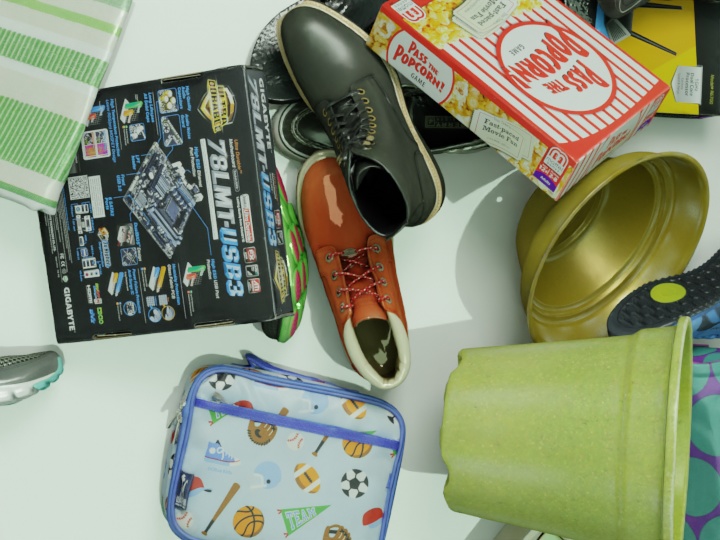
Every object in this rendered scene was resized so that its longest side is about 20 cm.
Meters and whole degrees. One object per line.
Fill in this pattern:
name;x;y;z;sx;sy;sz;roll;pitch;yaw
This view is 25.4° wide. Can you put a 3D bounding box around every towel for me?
towel;-0.269;-0.158;1.266;0.151;0.023;0.202;19;87;22

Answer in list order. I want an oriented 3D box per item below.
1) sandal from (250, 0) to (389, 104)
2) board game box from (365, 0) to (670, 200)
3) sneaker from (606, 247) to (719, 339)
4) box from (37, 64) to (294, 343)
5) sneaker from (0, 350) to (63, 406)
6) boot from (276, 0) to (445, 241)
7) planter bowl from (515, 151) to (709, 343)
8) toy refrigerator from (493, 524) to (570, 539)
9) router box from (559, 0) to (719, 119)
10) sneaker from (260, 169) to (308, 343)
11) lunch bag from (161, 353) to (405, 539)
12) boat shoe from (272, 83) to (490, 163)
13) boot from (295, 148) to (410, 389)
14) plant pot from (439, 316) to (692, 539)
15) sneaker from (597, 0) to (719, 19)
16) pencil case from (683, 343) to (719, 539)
sandal;-0.012;-0.214;1.320;0.200;0.048;0.075;-37;78;-10
board game box;0.127;-0.162;1.269;0.200;0.046;0.151;40;47;14
sneaker;0.293;0.037;1.361;0.199;0.066;0.079;-25;126;-29
box;-0.161;-0.050;1.267;0.197;0.050;0.202;-7;92;18
sneaker;-0.338;0.068;1.271;0.198;0.078;0.092;-4;89;-11
boot;-0.005;-0.119;1.228;0.077;0.138;0.201;-37;91;16
planter bowl;0.191;-0.031;1.332;0.199;0.083;0.202;-25;137;-26
toy refrigerator;0.116;0.300;1.358;0.076;0.070;0.200;40;85;-8
router box;0.237;-0.235;1.368;0.148;0.051;0.202;2;90;-10
sneaker;-0.097;-0.036;1.317;0.083;0.077;0.202;-17;93;10
lunch bag;-0.067;0.158;1.320;0.198;0.076;0.162;14;87;-11
boat shoe;0.026;-0.126;1.330;0.198;0.064;0.071;-5;93;-9
boot;0.000;0.000;1.297;0.074;0.107;0.202;-17;100;1
plant pot;0.163;0.132;1.256;0.182;0.200;0.202;3;92;14
sneaker;0.292;-0.252;1.316;0.199;0.080;0.087;-29;106;-5
pencil case;0.303;0.162;1.378;0.084;0.092;0.202;-5;95;26
